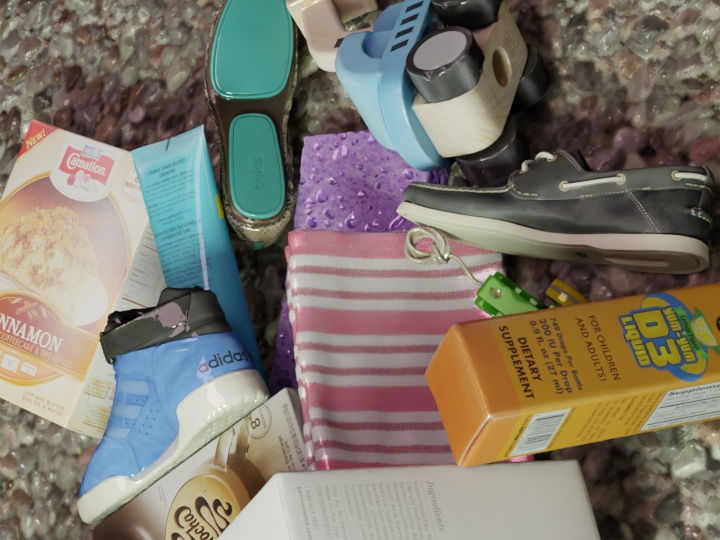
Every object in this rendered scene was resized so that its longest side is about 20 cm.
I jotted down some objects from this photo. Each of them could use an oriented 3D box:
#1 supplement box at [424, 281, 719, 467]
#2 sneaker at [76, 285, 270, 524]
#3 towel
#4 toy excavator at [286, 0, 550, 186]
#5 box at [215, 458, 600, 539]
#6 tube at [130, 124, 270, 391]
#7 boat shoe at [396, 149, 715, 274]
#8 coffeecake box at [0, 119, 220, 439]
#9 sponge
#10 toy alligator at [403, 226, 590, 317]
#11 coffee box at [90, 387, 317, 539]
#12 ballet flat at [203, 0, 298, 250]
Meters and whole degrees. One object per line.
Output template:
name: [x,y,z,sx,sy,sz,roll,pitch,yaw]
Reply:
supplement box: [0.143,0.056,1.237,0.069,0.199,0.067,116,140,-53]
sneaker: [-0.142,0.085,1.443,0.200,0.077,0.112,-45,63,44]
towel: [0.032,0.062,1.356,0.146,0.030,0.201,-2,63,-10]
toy excavator: [0.020,-0.145,1.437,0.199,0.100,0.195,-6,45,29]
box: [0.023,0.190,1.246,0.152,0.199,0.107,-51,45,52]
tube: [-0.109,0.006,1.479,0.077,0.050,0.201,-16,89,38]
boat shoe: [0.122,-0.041,1.344,0.199,0.072,0.068,5,79,17]
coffeecake box: [-0.206,0.007,1.579,0.153,0.073,0.201,19,86,39]
sponge: [0.000,0.000,1.460,0.111,0.030,0.201,-2,74,35]
toy alligator: [0.113,0.036,1.336,0.200,0.054,0.059,36,88,21]
coffee box: [-0.075,0.177,1.409,0.200,0.080,0.113,-37,58,30]
ballet flat: [-0.078,-0.108,1.528,0.067,0.075,0.201,0,69,-7]
